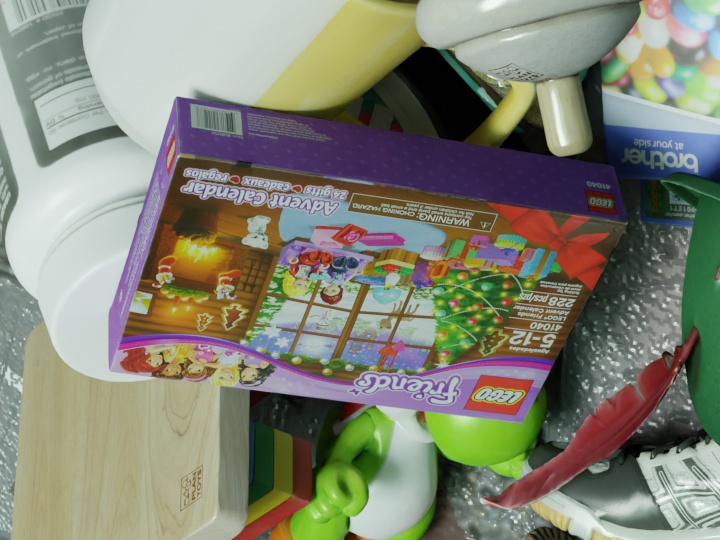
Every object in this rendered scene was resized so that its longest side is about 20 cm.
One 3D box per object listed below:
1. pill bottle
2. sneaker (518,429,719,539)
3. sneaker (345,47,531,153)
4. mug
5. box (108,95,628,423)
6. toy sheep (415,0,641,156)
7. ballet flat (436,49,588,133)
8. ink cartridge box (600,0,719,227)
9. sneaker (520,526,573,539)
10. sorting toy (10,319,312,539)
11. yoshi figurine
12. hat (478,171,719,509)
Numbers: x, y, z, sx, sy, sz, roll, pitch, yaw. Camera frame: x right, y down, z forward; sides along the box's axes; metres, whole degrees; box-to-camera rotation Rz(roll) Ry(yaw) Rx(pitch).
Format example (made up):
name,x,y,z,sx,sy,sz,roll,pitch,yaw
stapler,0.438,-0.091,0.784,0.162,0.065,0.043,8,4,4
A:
name,x,y,z,sx,sy,sz,roll,pitch,yaw
pill bottle,-0.126,-0.049,1.058,0.114,0.114,0.200,-58,40,35
sneaker,0.174,0.096,1.019,0.200,0.076,0.088,11,103,22
sneaker,0.004,-0.044,1.049,0.121,0.084,0.200,-44,76,32
mug,-0.035,-0.107,0.933,0.187,0.149,0.153,53,130,13
box,0.000,0.000,0.949,0.200,0.039,0.137,8,135,-15
toy sheep,0.065,-0.144,0.831,0.138,0.138,0.200,-16,88,36
ballet flat,0.029,-0.149,1.009,0.200,0.071,0.071,43,126,11
ink cartridge box,0.165,-0.105,0.951,0.119,0.042,0.200,7,115,31
sneaker,0.111,0.241,1.111,0.112,0.071,0.200,-40,79,34
sorting toy,-0.101,0.085,1.121,0.070,0.200,0.199,22,140,-31
yoshi figurine,0.031,0.098,1.088,0.112,0.112,0.200,25,120,3
hat,0.159,0.071,0.917,0.166,0.200,0.176,30,92,6
